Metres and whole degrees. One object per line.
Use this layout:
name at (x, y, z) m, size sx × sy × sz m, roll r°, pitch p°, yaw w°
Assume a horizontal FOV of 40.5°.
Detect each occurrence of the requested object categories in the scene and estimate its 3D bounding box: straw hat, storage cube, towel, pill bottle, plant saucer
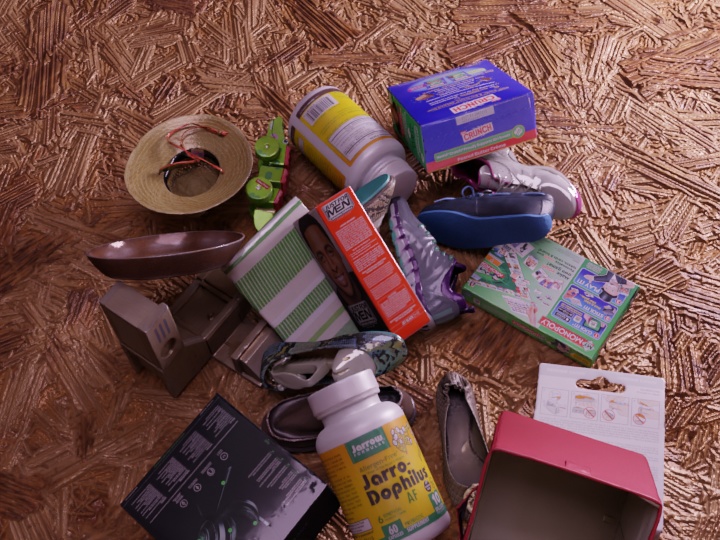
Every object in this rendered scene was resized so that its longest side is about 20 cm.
straw hat at (-0.244, -0.130, 1.437) m, size 0.199 × 0.085 × 0.202 m, roll -1°, pitch 52°, yaw 2°
storage cube at (0.203, 0.268, 1.039) m, size 0.198 × 0.180 × 0.172 m, roll 16°, pitch 97°, yaw 10°
towel at (-0.070, 0.022, 1.301) m, size 0.200 × 0.023 × 0.153 m, roll 48°, pitch 68°, yaw -8°
pill bottle at (0.016, 0.222, 1.131) m, size 0.112 × 0.113 × 0.201 m, roll -23°, pitch 82°, yaw -9°
pill bottle at (-0.010, -0.174, 1.429) m, size 0.109 × 0.110 × 0.200 m, roll -35°, pitch 61°, yaw -17°
plant saucer at (-0.244, -0.019, 1.234) m, size 0.198 × 0.200 × 0.035 m, roll -6°, pitch 100°, yaw 2°

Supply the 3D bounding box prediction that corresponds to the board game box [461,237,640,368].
board game box at (0.256, 0.028, 1.322) m, size 0.199 × 0.029 × 0.135 m, roll 30°, pitch 65°, yaw 22°

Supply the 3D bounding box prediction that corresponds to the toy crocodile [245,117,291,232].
toy crocodile at (-0.130, -0.136, 1.441) m, size 0.061 × 0.068 × 0.201 m, roll 6°, pitch 60°, yaw 2°

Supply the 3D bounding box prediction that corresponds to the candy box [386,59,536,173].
candy box at (0.144, -0.230, 1.423) m, size 0.168 × 0.078 × 0.200 m, roll -16°, pitch 27°, yaw -5°

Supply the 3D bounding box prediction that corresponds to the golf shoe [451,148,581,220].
golf shoe at (0.215, -0.119, 1.382) m, size 0.199 × 0.076 × 0.091 m, roll 31°, pitch 37°, yaw 29°

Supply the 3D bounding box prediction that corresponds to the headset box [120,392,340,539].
headset box at (-0.145, 0.279, 1.149) m, size 0.199 × 0.093 × 0.174 m, roll 33°, pitch 73°, yaw 24°

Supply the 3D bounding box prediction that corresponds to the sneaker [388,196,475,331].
sneaker at (0.096, -0.017, 1.338) m, size 0.087 × 0.074 × 0.201 m, roll -16°, pitch 67°, yaw 7°

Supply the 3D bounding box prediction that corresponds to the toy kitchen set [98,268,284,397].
toy kitchen set at (-0.189, 0.054, 1.257) m, size 0.162 × 0.181 × 0.200 m, roll 29°, pitch 64°, yaw 20°

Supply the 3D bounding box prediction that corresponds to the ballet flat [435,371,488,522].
ballet flat at (0.130, 0.214, 1.204) m, size 0.067 × 0.046 × 0.201 m, roll -8°, pitch 57°, yaw 1°

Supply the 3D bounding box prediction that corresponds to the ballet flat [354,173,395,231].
ballet flat at (-0.022, -0.063, 1.357) m, size 0.199 × 0.075 × 0.068 m, roll -27°, pitch 26°, yaw 20°

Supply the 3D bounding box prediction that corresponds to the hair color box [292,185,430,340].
hair color box at (0.000, 0.000, 1.265) m, size 0.061 × 0.101 × 0.201 m, roll -32°, pitch 93°, yaw -22°

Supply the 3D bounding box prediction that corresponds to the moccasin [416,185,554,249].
moccasin at (0.177, -0.073, 1.354) m, size 0.199 × 0.081 × 0.068 m, roll 5°, pitch 47°, yaw 30°

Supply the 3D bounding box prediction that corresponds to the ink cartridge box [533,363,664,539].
ink cartridge box at (0.286, 0.219, 1.189) m, size 0.159 × 0.047 × 0.201 m, roll 6°, pitch 56°, yaw 10°

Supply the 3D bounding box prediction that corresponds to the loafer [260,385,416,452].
loafer at (-0.030, 0.173, 1.230) m, size 0.198 × 0.071 × 0.073 m, roll -11°, pitch 57°, yaw -2°

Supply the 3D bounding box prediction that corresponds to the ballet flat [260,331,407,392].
ballet flat at (-0.038, 0.122, 1.224) m, size 0.199 × 0.074 × 0.075 m, roll -10°, pitch 54°, yaw 25°
